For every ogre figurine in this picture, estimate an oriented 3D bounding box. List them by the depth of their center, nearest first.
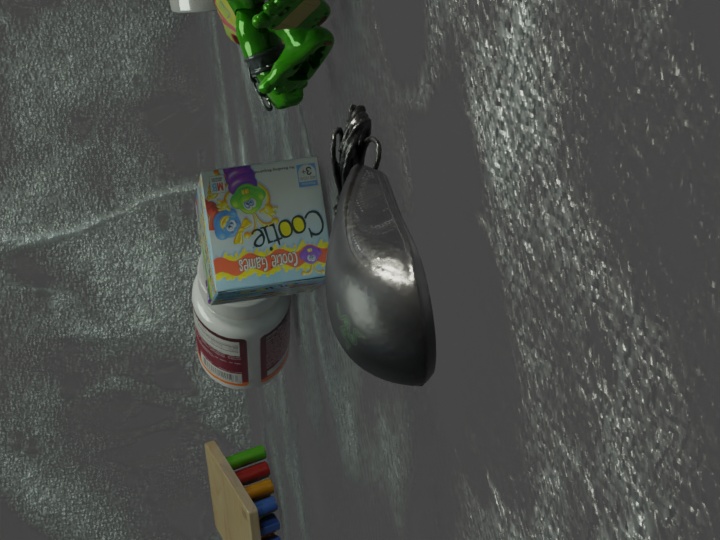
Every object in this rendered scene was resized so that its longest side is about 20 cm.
[{"bbox_3d":[-0.066,-0.206,1.068,0.121,0.098,0.200,60,-179,18],"label":"ogre figurine"}]

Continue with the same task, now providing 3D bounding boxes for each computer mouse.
[{"bbox_3d":[0.000,0.000,0.922,0.201,0.052,0.140,-110,15,-58],"label":"computer mouse"}]

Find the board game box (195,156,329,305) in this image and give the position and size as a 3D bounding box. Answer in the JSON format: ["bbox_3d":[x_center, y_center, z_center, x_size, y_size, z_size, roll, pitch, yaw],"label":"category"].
[{"bbox_3d":[-0.089,-0.031,1.354,0.200,0.104,0.104,152,110,-81],"label":"board game box"}]

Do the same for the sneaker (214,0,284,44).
[{"bbox_3d":[-0.097,-0.234,1.314,0.200,0.077,0.091,-110,7,-63],"label":"sneaker"}]

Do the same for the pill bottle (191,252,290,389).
[{"bbox_3d":[-0.136,0.045,1.743,0.201,0.113,0.115,97,163,-61],"label":"pill bottle"}]

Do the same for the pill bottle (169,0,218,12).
[{"bbox_3d":[-0.157,-0.357,1.478,0.112,0.111,0.202,-123,27,-72],"label":"pill bottle"}]

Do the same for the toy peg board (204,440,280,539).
[{"bbox_3d":[-0.180,0.414,2.620,0.199,0.097,0.202,48,149,48],"label":"toy peg board"}]
